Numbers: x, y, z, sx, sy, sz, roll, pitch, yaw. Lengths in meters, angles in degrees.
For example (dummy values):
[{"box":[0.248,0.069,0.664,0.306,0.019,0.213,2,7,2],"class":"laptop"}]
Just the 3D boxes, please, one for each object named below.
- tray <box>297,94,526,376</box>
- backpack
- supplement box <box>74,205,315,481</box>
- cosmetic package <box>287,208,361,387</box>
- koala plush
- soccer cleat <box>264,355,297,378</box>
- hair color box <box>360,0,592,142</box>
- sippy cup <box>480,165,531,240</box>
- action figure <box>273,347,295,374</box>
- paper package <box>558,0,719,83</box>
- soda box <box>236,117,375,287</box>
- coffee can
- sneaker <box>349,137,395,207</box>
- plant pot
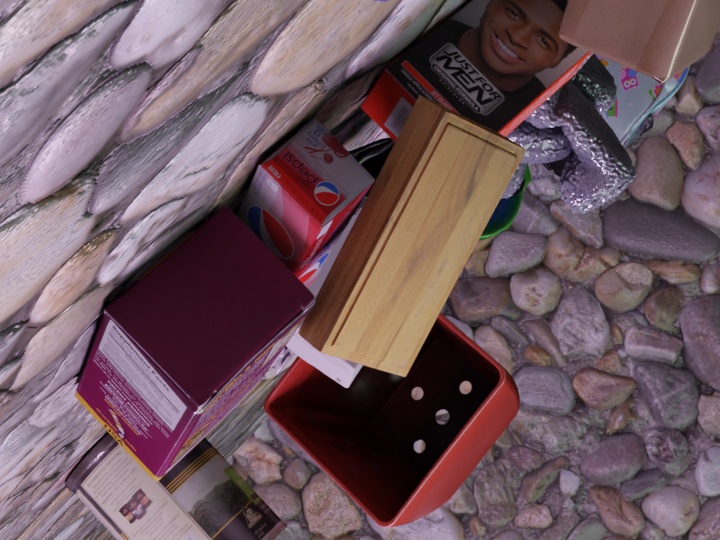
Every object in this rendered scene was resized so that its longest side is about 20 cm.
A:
[{"box":[0.040,-0.022,1.149,0.098,0.037,0.201,18,102,-44],"class":"tray"},{"box":[0.258,-0.219,1.658,0.200,0.176,0.153,-47,180,-12],"class":"backpack"},{"box":[-0.132,0.062,1.163,0.131,0.103,0.200,-42,175,-28],"class":"supplement box"},{"box":[0.000,0.000,1.497,0.201,0.112,0.081,-57,177,-21],"class":"cosmetic package"},{"box":[0.123,-0.130,1.431,0.199,0.183,0.179,-34,-143,29],"class":"koala plush"},{"box":[-0.103,0.095,1.905,0.077,0.069,0.200,-38,175,-28],"class":"soccer cleat"},{"box":[0.103,-0.165,1.254,0.200,0.101,0.061,-42,175,-35],"class":"hair color box"},{"box":[0.101,-0.089,1.755,0.130,0.176,0.141,-29,-141,65],"class":"sippy cup"},{"box":[-0.073,0.049,1.630,0.130,0.069,0.200,-43,180,1],"class":"action figure"},{"box":[0.252,-0.269,1.209,0.190,0.103,0.202,-35,146,-62],"class":"paper package"},{"box":[-0.056,-0.035,1.184,0.063,0.070,0.200,-43,174,-27],"class":"soda box"},{"box":[-0.197,0.253,1.631,0.146,0.200,0.146,-43,175,-4],"class":"coffee can"},{"box":[0.036,-0.082,1.282,0.198,0.061,0.104,-9,-179,-14],"class":"sneaker"},{"box":[0.055,0.141,1.606,0.200,0.200,0.176,-52,152,5],"class":"plant pot"}]
